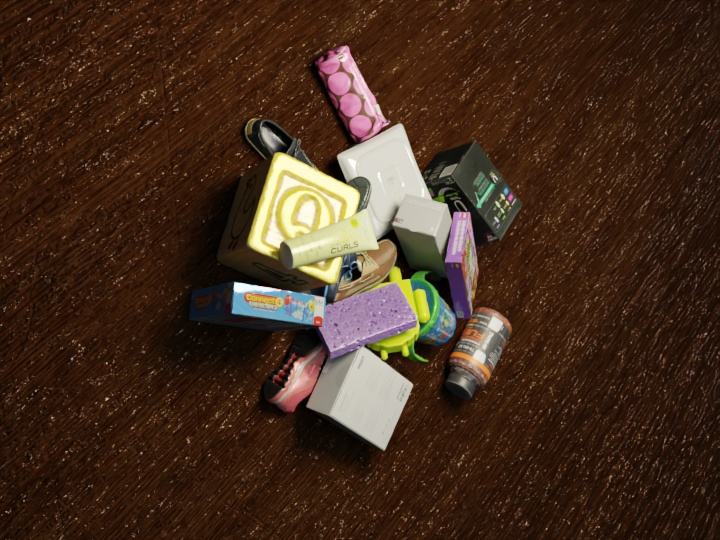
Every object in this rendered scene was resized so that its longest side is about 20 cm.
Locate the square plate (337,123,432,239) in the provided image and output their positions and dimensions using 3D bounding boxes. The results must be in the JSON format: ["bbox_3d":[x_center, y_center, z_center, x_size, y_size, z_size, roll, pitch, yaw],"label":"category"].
[{"bbox_3d":[0.063,-0.196,1.808,0.198,0.028,0.202,-30,102,-31],"label":"square plate"}]

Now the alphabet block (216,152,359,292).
[{"bbox_3d":[-0.142,-0.084,1.597,0.193,0.199,0.200,21,73,-24],"label":"alphabet block"}]

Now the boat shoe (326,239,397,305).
[{"bbox_3d":[0.000,0.000,1.725,0.075,0.075,0.199,37,64,25],"label":"boat shoe"}]

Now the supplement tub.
[{"bbox_3d":[0.270,0.195,1.925,0.107,0.106,0.202,42,63,-23],"label":"supplement tub"}]

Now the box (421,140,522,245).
[{"bbox_3d":[0.249,-0.172,1.921,0.201,0.147,0.125,49,61,-21],"label":"box"}]

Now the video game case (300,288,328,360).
[{"bbox_3d":[-0.039,0.077,1.772,0.197,0.023,0.187,-20,97,-35],"label":"video game case"}]

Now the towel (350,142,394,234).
[{"bbox_3d":[0.033,-0.181,1.832,0.109,0.048,0.206,-8,91,-34],"label":"towel"}]

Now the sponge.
[{"bbox_3d":[0.007,0.098,1.671,0.196,0.112,0.030,-18,139,-17],"label":"sponge"}]

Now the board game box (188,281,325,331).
[{"bbox_3d":[-0.196,0.072,1.556,0.192,0.198,0.058,11,78,-34],"label":"board game box"}]

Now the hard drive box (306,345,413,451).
[{"bbox_3d":[0.002,0.258,1.714,0.200,0.076,0.159,41,69,-41],"label":"hard drive box"}]

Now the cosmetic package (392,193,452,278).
[{"bbox_3d":[0.146,-0.072,1.809,0.092,0.105,0.201,-64,157,-23],"label":"cosmetic package"}]

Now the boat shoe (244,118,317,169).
[{"bbox_3d":[-0.152,-0.238,1.700,0.199,0.062,0.076,42,62,-26],"label":"boat shoe"}]

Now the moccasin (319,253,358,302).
[{"bbox_3d":[-0.033,-0.032,1.652,0.067,0.080,0.205,17,73,-16],"label":"moccasin"}]

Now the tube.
[{"bbox_3d":[-0.054,-0.054,1.503,0.197,0.052,0.059,-18,131,-34],"label":"tube"}]

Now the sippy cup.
[{"bbox_3d":[0.144,0.103,1.834,0.179,0.140,0.129,-53,138,7],"label":"sippy cup"}]

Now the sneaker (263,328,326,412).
[{"bbox_3d":[-0.113,0.200,1.686,0.201,0.073,0.087,-50,128,-15],"label":"sneaker"}]

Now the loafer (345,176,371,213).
[{"bbox_3d":[-0.038,-0.104,1.745,0.071,0.063,0.203,30,87,16],"label":"loafer"}]

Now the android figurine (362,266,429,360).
[{"bbox_3d":[0.057,0.090,1.737,0.177,0.041,0.204,-10,61,-4],"label":"android figurine"}]

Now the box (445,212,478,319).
[{"bbox_3d":[0.225,-0.009,1.816,0.202,0.038,0.139,71,26,-49],"label":"box"}]

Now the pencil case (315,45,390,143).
[{"bbox_3d":[-0.017,-0.384,1.789,0.091,0.093,0.203,-41,107,-31],"label":"pencil case"}]
